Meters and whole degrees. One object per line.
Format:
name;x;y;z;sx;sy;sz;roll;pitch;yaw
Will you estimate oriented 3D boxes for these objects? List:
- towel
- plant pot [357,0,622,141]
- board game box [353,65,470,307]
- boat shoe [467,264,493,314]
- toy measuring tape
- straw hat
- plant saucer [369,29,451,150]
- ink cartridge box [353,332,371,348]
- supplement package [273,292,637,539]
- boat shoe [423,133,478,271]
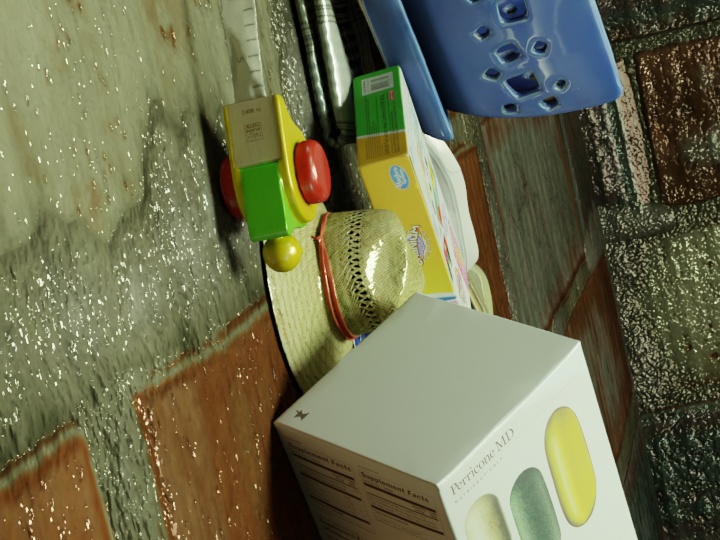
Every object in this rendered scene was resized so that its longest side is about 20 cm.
towel;-0.016;-0.207;1.485;0.193;0.035;0.200;-33;111;-75
plant pot;0.094;-0.238;1.479;0.200;0.180;0.200;-101;169;-50
board game box;0.044;-0.041;1.415;0.153;0.040;0.200;-92;165;-58
boat shoe;0.106;0.082;1.685;0.063;0.073;0.201;22;55;-66
toy measuring tape;-0.060;-0.096;1.152;0.074;0.074;0.200;20;61;-74
straw hat;0.000;0.000;1.282;0.201;0.085;0.201;-11;90;-77
plant saucer;0.045;-0.187;1.713;0.200;0.037;0.201;-10;90;-77
ink cartridge box;0.036;0.069;1.479;0.200;0.039;0.100;17;63;-74
supplement package;0.070;0.150;1.196;0.152;0.151;0.200;-41;128;-30
boat shoe;0.048;-0.056;1.569;0.069;0.072;0.200;-46;145;-24
